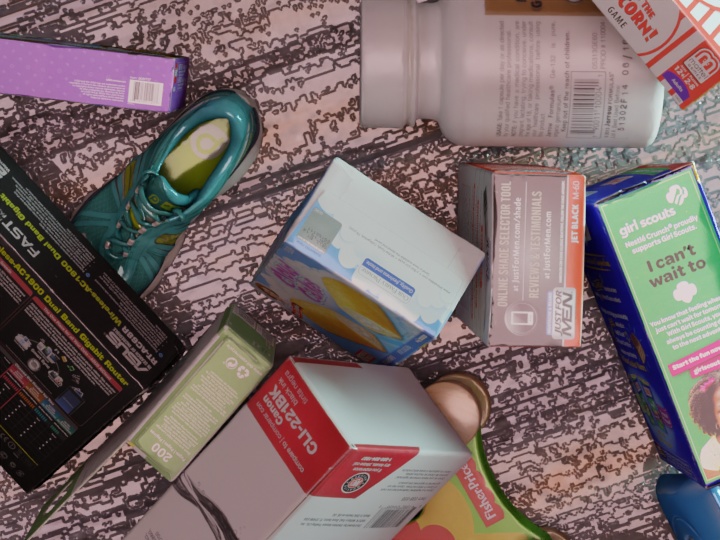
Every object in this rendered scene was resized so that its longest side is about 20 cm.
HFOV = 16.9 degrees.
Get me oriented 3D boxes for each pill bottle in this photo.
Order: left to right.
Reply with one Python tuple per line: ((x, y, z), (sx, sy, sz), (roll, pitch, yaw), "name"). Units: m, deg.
((0.099, -0.140, 1.628), (0.199, 0.114, 0.115), (0, 94, 0), "pill bottle")

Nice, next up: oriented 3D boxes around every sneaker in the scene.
((-0.144, -0.045, 1.651), (0.077, 0.080, 0.200), (38, 94, -3), "sneaker")

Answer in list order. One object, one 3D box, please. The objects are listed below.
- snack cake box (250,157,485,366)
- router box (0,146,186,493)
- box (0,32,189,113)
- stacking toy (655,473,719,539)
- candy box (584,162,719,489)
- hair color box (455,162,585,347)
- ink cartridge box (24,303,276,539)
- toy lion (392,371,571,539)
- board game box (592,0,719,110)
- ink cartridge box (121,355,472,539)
((0.000, 0.000, 1.592), (0.115, 0.200, 0.067), (32, 78, -3), "snack cake box")
((-0.236, 0.031, 1.630), (0.200, 0.062, 0.150), (47, 128, -4), "router box")
((-0.218, -0.136, 1.615), (0.199, 0.137, 0.039), (7, 95, -1), "box")
((0.314, 0.149, 1.669), (0.200, 0.116, 0.110), (-28, 90, -12), "stacking toy")
((0.209, 0.031, 1.614), (0.077, 0.169, 0.201), (-23, 94, -2), "candy box")
((0.103, -0.013, 1.594), (0.064, 0.200, 0.111), (1, 95, -3), "hair color box")
((-0.139, 0.114, 1.630), (0.048, 0.146, 0.200), (41, 93, -5), "ink cartridge box")
((0.039, 0.197, 1.682), (0.191, 0.069, 0.200), (-29, 90, 12), "toy lion")
((0.205, -0.206, 1.585), (0.046, 0.200, 0.152), (-38, 95, 34), "board game box")
((-0.047, 0.156, 1.601), (0.200, 0.144, 0.084), (-48, 61, 21), "ink cartridge box")
